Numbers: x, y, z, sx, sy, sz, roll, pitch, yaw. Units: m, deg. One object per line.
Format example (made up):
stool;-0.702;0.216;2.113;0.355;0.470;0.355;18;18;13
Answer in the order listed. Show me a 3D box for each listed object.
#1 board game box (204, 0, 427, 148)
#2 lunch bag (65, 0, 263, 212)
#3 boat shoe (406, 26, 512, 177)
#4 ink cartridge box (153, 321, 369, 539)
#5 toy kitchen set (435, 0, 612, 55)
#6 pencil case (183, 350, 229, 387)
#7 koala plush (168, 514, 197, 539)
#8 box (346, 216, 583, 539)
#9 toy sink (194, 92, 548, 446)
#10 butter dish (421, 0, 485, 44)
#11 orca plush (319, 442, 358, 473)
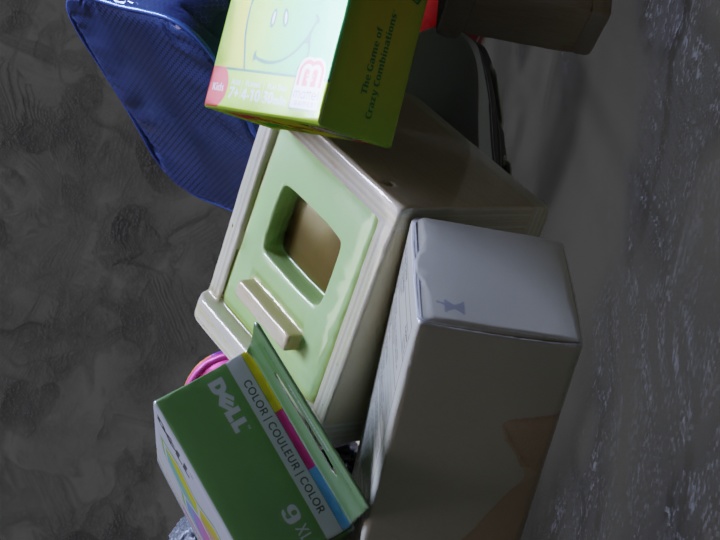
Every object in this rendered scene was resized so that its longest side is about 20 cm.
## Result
board game box;-0.008;-0.167;0.740;0.101;0.047;0.201;15;91;51
lunch bag;-0.060;-0.128;0.895;0.132;0.135;0.200;-51;-38;-21
boat shoe;0.061;-0.042;0.904;0.064;0.070;0.201;3;-92;-63
ink cartridge box;-0.057;0.108;0.775;0.104;0.059;0.200;59;164;12
toy kitchen set;0.035;-0.175;0.833;0.200;0.162;0.181;109;169;-64
pencil case;-0.048;0.081;1.014;0.200;0.088;0.089;-15;-63;-71
koala plush;-0.037;0.211;1.140;0.201;0.183;0.177;-57;8;18
box;0.043;0.085;0.744;0.095;0.077;0.201;-88;9;-56
toy sink;-0.007;0.018;0.834;0.130;0.112;0.201;46;127;40
butter dish;0.003;-0.158;1.061;0.201;0.147;0.200;-63;-4;-25
orca plush;0.008;0.138;1.003;0.200;0.105;0.071;-32;83;41
